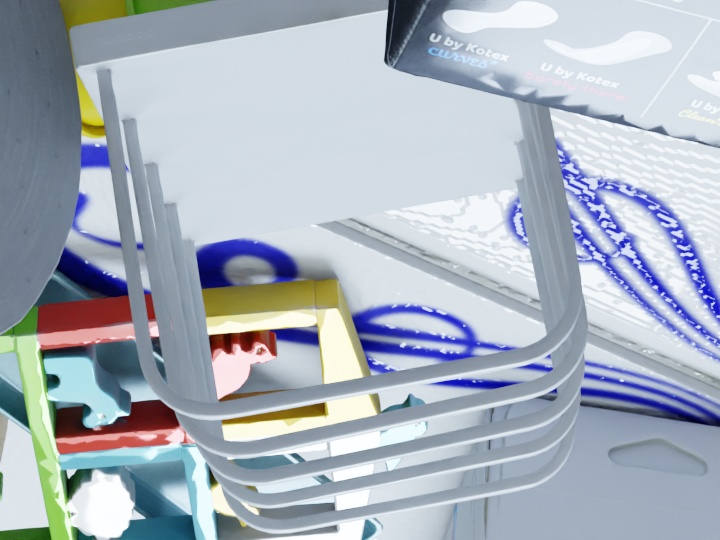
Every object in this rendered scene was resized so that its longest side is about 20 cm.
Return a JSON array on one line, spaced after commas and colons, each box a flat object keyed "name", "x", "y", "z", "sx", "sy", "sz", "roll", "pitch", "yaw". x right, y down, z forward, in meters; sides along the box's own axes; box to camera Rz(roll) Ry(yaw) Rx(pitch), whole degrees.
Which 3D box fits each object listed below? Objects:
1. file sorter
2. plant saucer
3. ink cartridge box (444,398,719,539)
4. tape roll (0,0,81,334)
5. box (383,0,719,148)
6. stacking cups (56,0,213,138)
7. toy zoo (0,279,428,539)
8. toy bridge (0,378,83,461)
[{"name": "file sorter", "x": 0.000, "y": 0.000, "z": 0.801, "sx": 0.138, "sy": 0.125, "sz": 0.200, "roll": -11, "pitch": 164, "yaw": 1}, {"name": "plant saucer", "x": -0.082, "y": 0.071, "z": 1.057, "sx": 0.070, "sy": 0.019, "sz": 0.200, "roll": -38, "pitch": 121, "yaw": 22}, {"name": "ink cartridge box", "x": 0.111, "y": 0.147, "z": 1.130, "sx": 0.144, "sy": 0.085, "sz": 0.200, "roll": 7, "pitch": 147, "yaw": -2}, {"name": "tape roll", "x": -0.166, "y": -0.064, "z": 0.722, "sx": 0.066, "sy": 0.201, "sz": 0.200, "roll": -18, "pitch": 142, "yaw": 27}, {"name": "box", "x": 0.088, "y": -0.141, "z": 0.559, "sx": 0.131, "sy": 0.201, "sz": 0.115, "roll": 12, "pitch": 149, "yaw": -11}, {"name": "stacking cups", "x": -0.012, "y": -0.095, "z": 0.784, "sx": 0.199, "sy": 0.061, "sz": 0.060, "roll": -15, "pitch": 143, "yaw": 28}, {"name": "toy zoo", "x": -0.072, "y": 0.066, "z": 1.030, "sx": 0.199, "sy": 0.021, "sz": 0.132, "roll": -5, "pitch": 127, "yaw": 0}, {"name": "toy bridge", "x": -0.168, "y": 0.057, "z": 1.084, "sx": 0.199, "sy": 0.027, "sz": 0.067, "roll": 2, "pitch": 146, "yaw": 6}]
